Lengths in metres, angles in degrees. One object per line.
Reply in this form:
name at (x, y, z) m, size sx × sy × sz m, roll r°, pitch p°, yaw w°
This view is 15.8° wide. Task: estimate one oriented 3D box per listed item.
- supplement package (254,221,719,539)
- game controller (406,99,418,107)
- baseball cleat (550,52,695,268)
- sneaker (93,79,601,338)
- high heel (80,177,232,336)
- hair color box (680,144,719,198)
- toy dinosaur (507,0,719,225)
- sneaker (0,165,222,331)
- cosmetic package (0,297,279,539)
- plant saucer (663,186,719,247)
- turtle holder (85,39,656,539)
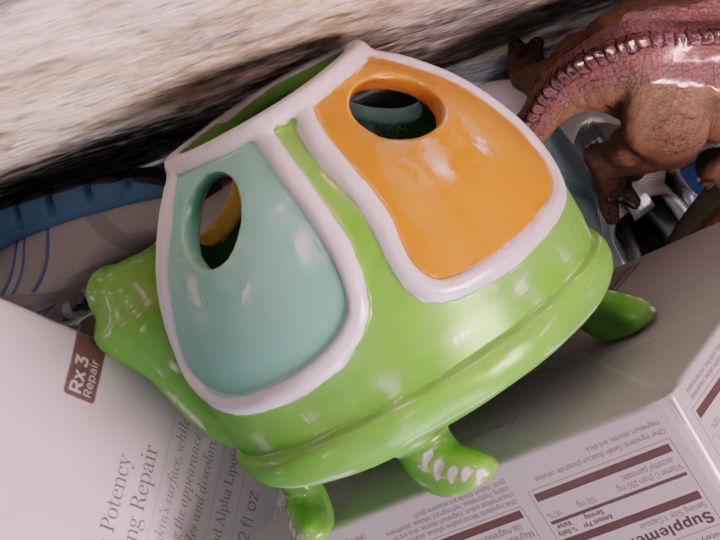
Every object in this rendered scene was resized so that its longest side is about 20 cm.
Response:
supplement package at (0.086, 0.079, 0.909) m, size 0.200 × 0.111 × 0.156 m, roll -25°, pitch -167°, yaw 39°
game controller at (0.042, -0.022, 1.130) m, size 0.042 × 0.105 × 0.200 m, roll 5°, pitch 180°, yaw 7°
baseball cleat at (0.101, -0.039, 1.130) m, size 0.070 × 0.107 × 0.200 m, roll -32°, pitch 178°, yaw 7°
sneaker at (0.000, 0.000, 0.974) m, size 0.199 × 0.082 × 0.074 m, roll -28°, pitch 152°, yaw -8°
high heel at (-0.094, -0.003, 1.046) m, size 0.199 × 0.068 × 0.096 m, roll -30°, pitch -177°, yaw -6°
hair color box at (0.164, -0.054, 1.212) m, size 0.100 × 0.060 × 0.200 m, roll -59°, pitch -169°, yaw -20°
toy dinosaur at (0.129, -0.073, 0.926) m, size 0.199 × 0.086 × 0.136 m, roll -13°, pitch 176°, yaw -16°
sneaker at (-0.135, 0.020, 1.015) m, size 0.199 × 0.087 × 0.075 m, roll -20°, pitch 175°, yaw 19°
cosmetic package at (-0.132, 0.071, 0.939) m, size 0.199 × 0.102 × 0.074 m, roll 24°, pitch 153°, yaw -30°
plant saucer at (0.173, 0.038, 0.983) m, size 0.200 × 0.201 × 0.035 m, roll -20°, pitch 161°, yaw 40°
turtle holder at (-0.005, -0.001, 0.876) m, size 0.141 × 0.132 × 0.185 m, roll -37°, pitch -169°, yaw -16°
